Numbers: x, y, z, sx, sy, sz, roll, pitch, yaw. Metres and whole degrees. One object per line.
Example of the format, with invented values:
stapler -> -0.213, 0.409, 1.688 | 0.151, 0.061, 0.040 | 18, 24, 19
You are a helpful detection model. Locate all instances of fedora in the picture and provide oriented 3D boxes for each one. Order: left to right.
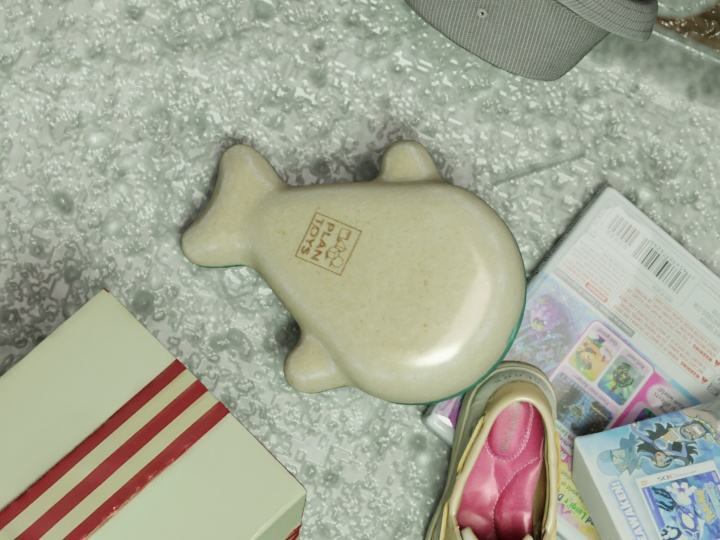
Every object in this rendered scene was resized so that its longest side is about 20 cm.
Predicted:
fedora -> 0.076, -0.182, 1.456 | 0.200, 0.177, 0.090 | 42, 111, 2

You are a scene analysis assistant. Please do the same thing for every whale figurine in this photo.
whale figurine -> 0.000, 0.000, 1.457 | 0.200, 0.104, 0.159 | 22, 83, 15

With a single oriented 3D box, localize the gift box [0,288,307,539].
gift box -> -0.161, 0.141, 1.355 | 0.200, 0.185, 0.187 | 41, 70, 17

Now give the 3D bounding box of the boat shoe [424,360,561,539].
boat shoe -> 0.075, 0.154, 1.451 | 0.074, 0.069, 0.200 | 5, 99, -3

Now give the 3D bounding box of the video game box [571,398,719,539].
video game box -> 0.239, 0.158, 1.432 | 0.182, 0.047, 0.200 | -13, 51, -13

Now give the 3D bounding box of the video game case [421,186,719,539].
video game case -> 0.167, 0.081, 1.512 | 0.200, 0.024, 0.182 | 40, 81, -8
